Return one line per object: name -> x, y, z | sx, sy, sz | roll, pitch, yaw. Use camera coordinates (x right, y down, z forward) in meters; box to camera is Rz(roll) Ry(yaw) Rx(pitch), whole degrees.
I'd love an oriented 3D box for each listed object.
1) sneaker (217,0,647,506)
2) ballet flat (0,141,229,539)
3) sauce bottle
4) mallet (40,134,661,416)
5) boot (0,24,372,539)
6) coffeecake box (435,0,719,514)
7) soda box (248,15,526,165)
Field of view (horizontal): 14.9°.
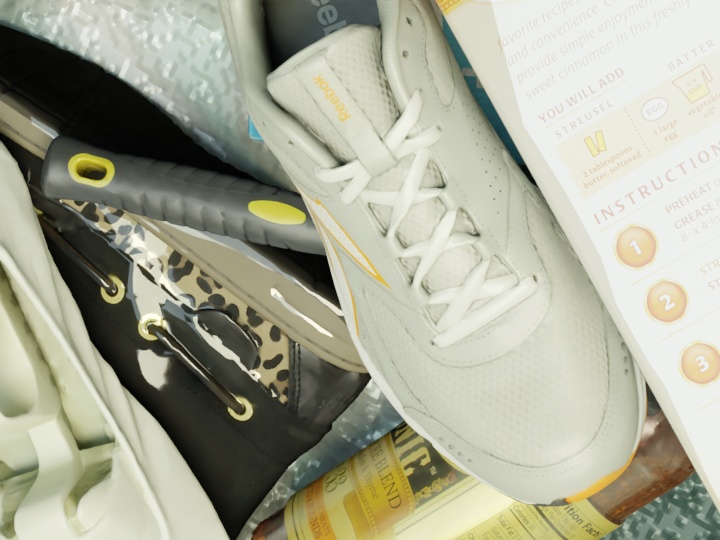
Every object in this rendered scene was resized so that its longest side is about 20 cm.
sneaker -> 0.008, -0.025, 0.739 | 0.076, 0.092, 0.200 | -32, 79, 9
ballet flat -> -0.099, 0.050, 0.825 | 0.069, 0.069, 0.201 | -22, 101, 22
sauce bottle -> 0.060, 0.052, 0.842 | 0.200, 0.066, 0.066 | -35, 89, 12
mallet -> 0.000, 0.000, 0.804 | 0.199, 0.041, 0.066 | 6, 79, 11
boot -> -0.099, 0.019, 0.889 | 0.200, 0.073, 0.151 | 32, 110, 4
coffeecake box -> 0.126, -0.044, 0.719 | 0.153, 0.073, 0.201 | -30, 84, 15
soda box -> 0.070, -0.067, 0.813 | 0.199, 0.064, 0.068 | 6, 103, 18
